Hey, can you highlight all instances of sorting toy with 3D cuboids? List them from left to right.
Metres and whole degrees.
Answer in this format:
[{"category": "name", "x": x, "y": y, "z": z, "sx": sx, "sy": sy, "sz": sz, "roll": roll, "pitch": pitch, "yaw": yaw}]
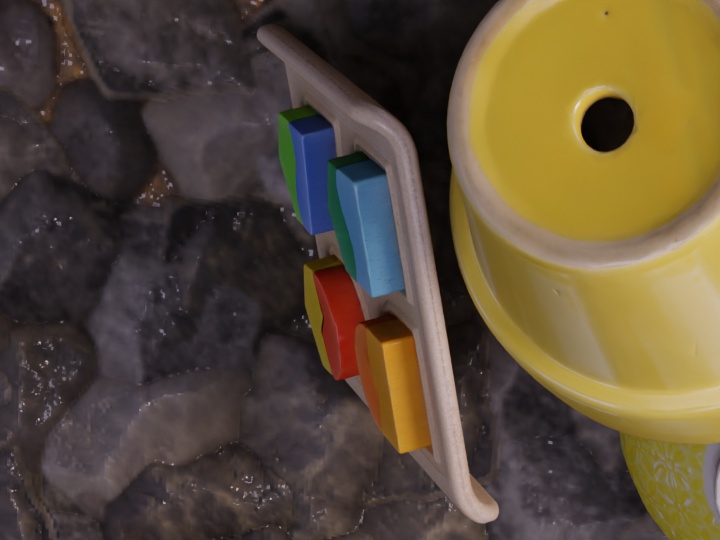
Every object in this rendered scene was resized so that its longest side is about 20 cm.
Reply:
[{"category": "sorting toy", "x": 0.000, "y": 0.000, "z": 1.349, "sx": 0.036, "sy": 0.185, "sz": 0.201, "roll": -19, "pitch": 111, "yaw": -11}]

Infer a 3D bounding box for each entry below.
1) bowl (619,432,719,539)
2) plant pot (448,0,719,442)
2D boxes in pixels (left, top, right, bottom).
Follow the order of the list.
[{"category": "bowl", "x": 0.206, "y": 0.080, "z": 1.360, "sx": 0.199, "sy": 0.108, "sz": 0.201, "roll": 6, "pitch": 114, "yaw": 13}, {"category": "plant pot", "x": 0.121, "y": -0.042, "z": 1.236, "sx": 0.200, "sy": 0.189, "sz": 0.202, "roll": -4, "pitch": 77, "yaw": 18}]
